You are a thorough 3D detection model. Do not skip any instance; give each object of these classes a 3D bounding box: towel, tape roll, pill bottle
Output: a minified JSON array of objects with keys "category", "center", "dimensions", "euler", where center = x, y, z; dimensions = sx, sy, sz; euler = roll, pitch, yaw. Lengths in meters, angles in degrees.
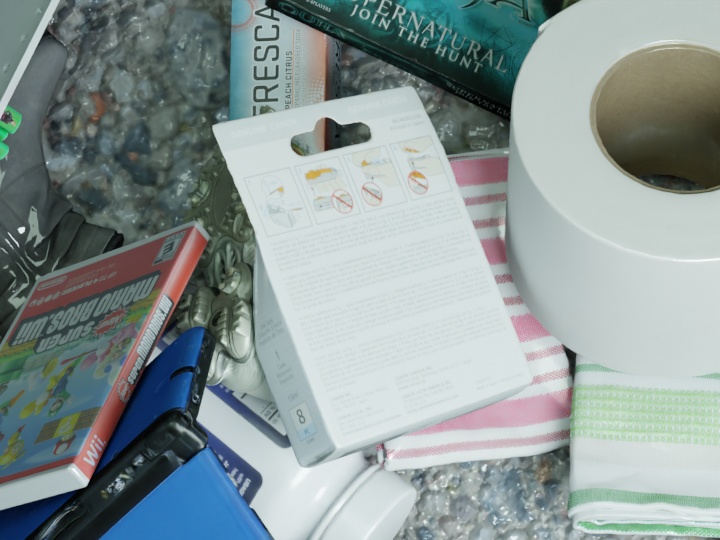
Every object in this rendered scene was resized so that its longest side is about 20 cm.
[{"category":"towel","center":[0.204,0.067,1.219],"dimensions":[0.148,0.031,0.202],"euler":[2,60,9]},{"category":"tape roll","center":[0.187,-0.055,1.195],"dimensions":[0.200,0.140,0.204],"euler":[-1,58,2]},{"category":"towel","center":[0.058,0.022,1.246],"dimensions":[0.145,0.030,0.202],"euler":[-6,74,-26]},{"category":"pill bottle","center":[-0.066,0.109,1.243],"dimensions":[0.199,0.111,0.111],"euler":[38,86,15]}]

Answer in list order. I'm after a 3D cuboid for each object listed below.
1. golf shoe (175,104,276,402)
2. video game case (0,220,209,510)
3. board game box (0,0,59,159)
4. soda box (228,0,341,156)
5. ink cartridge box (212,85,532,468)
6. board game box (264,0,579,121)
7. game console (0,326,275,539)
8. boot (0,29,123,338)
[{"category":"golf shoe","center":[-0.057,-0.005,1.227],"dimensions":[0.078,0.097,0.202],"euler":[-27,45,39]},{"category":"video game case","center":[-0.176,0.060,1.165],"dimensions":[0.142,0.017,0.201],"euler":[-18,34,35]},{"category":"board game box","center":[-0.250,-0.176,1.323],"dimensions":[0.199,0.026,0.201],"euler":[17,79,49]},{"category":"soda box","center":[-0.049,-0.126,1.316],"dimensions":[0.068,0.064,0.202],"euler":[-1,77,9]},{"category":"ink cartridge box","center":[0.000,0.000,1.175],"dimensions":[0.159,0.047,0.202],"euler":[-15,78,-38]},{"category":"board game box","center":[0.054,-0.192,1.295],"dimensions":[0.199,0.028,0.136],"euler":[24,75,-5]},{"category":"game console","center":[-0.125,0.161,1.114],"dimensions":[0.200,0.171,0.118],"euler":[-41,107,21]},{"category":"boot","center":[-0.212,-0.049,1.333],"dimensions":[0.131,0.070,0.201],"euler":[27,92,8]}]
